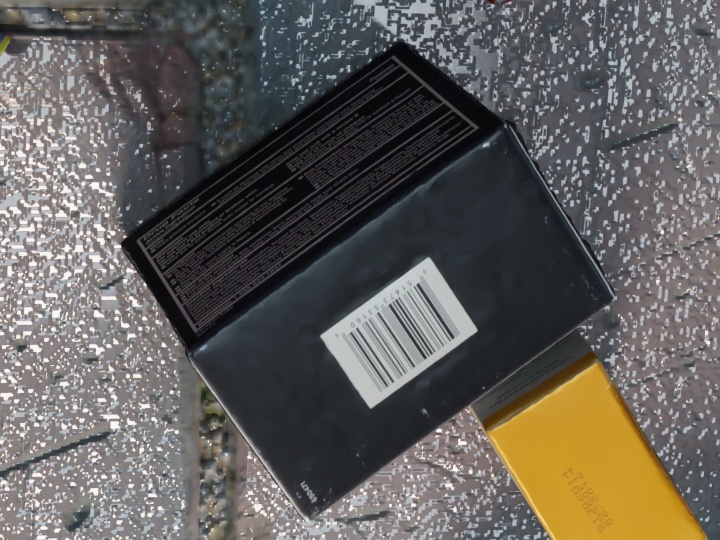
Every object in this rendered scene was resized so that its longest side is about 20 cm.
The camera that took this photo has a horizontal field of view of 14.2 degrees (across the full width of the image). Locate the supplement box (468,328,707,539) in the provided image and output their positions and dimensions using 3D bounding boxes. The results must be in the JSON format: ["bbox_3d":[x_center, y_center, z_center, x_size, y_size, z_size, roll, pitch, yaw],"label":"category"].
[{"bbox_3d":[0.105,0.080,1.571,0.073,0.200,0.126,-33,112,1],"label":"supplement box"}]

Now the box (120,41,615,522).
[{"bbox_3d":[0.000,0.000,1.523,0.199,0.198,0.124,-35,113,-2],"label":"box"}]

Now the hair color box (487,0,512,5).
[{"bbox_3d":[0.139,-0.230,1.566,0.199,0.061,0.102,-25,109,-7],"label":"hair color box"}]

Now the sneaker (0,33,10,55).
[{"bbox_3d":[-0.279,-0.084,1.500,0.200,0.074,0.082,-39,104,-4],"label":"sneaker"}]
